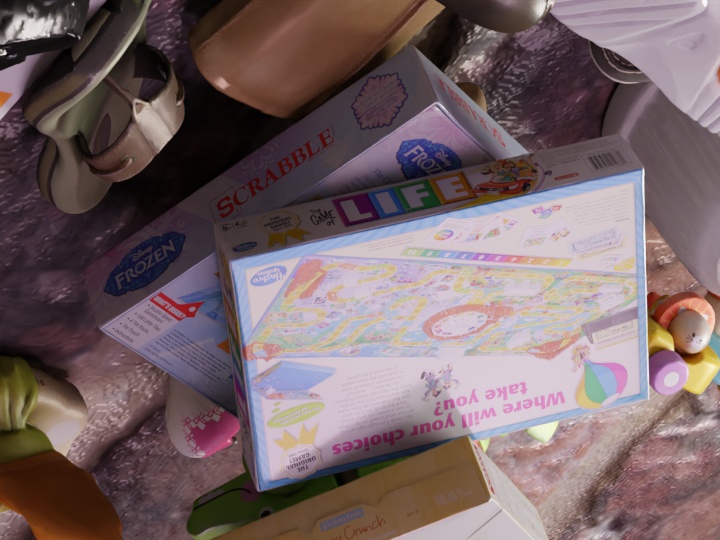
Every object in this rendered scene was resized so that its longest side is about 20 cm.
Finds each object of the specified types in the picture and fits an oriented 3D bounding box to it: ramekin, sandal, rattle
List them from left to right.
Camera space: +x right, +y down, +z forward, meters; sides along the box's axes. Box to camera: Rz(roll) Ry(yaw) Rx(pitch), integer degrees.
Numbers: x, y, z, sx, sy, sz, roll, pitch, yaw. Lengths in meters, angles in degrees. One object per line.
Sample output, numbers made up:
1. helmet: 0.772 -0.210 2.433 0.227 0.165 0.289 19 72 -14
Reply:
1. rattle: -0.218 0.151 1.434 0.200 0.143 0.130 -41 166 13
2. sandal: -0.104 -0.072 1.193 0.080 0.057 0.201 -55 175 -15
3. sandal: 0.158 -0.123 1.250 0.079 0.060 0.206 -22 144 36
4. ramekin: 0.242 -0.069 1.465 0.199 0.105 0.201 -19 150 -12

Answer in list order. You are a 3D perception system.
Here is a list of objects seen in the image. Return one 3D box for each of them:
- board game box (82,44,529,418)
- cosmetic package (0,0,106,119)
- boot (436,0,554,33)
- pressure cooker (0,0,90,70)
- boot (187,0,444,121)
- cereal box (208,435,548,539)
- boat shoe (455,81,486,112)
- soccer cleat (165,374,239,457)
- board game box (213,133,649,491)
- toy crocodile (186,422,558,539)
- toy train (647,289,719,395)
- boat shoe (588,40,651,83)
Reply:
1. board game box: 0.000 0.000 1.328 0.199 0.041 0.200 -33 143 15
2. cosmetic package: -0.163 -0.129 1.100 0.101 0.072 0.200 11 133 -46
3. boot: 0.010 -0.140 1.118 0.075 0.097 0.200 -34 125 28
4. pressure cooker: -0.196 -0.154 0.922 0.175 0.202 0.178 -14 -178 -31
5. boot: 0.043 -0.142 1.251 0.200 0.066 0.175 -41 141 27
6. cereal box: 0.013 0.143 1.358 0.143 0.040 0.200 -23 162 7
7. boat shoe: 0.034 -0.020 1.416 0.064 0.072 0.201 -15 147 -14
8. soccer cleat: -0.079 0.021 1.415 0.086 0.070 0.200 10 135 -22
9. board game box: 0.037 0.021 1.273 0.199 0.034 0.135 -12 124 -11
10. toy crocodile: 0.006 0.098 1.370 0.199 0.062 0.068 -25 145 5
11. toy train: 0.154 0.009 1.508 0.056 0.150 0.200 -55 150 14
12. boat shoe: 0.192 -0.163 1.308 0.200 0.067 0.057 -37 -179 6
